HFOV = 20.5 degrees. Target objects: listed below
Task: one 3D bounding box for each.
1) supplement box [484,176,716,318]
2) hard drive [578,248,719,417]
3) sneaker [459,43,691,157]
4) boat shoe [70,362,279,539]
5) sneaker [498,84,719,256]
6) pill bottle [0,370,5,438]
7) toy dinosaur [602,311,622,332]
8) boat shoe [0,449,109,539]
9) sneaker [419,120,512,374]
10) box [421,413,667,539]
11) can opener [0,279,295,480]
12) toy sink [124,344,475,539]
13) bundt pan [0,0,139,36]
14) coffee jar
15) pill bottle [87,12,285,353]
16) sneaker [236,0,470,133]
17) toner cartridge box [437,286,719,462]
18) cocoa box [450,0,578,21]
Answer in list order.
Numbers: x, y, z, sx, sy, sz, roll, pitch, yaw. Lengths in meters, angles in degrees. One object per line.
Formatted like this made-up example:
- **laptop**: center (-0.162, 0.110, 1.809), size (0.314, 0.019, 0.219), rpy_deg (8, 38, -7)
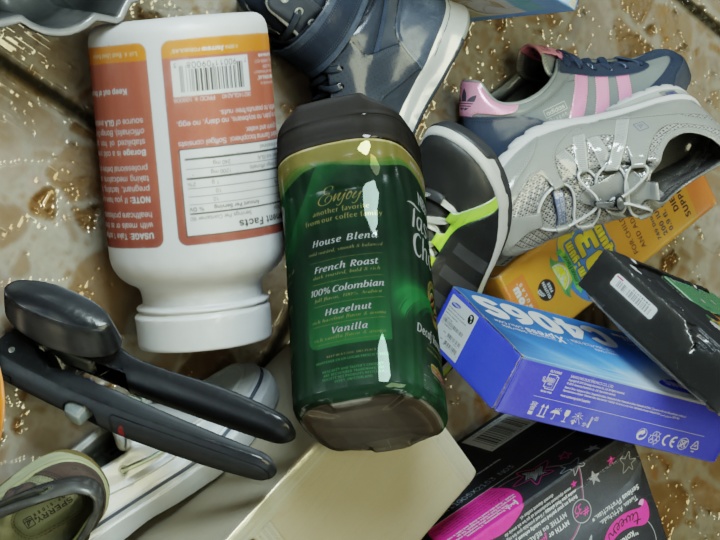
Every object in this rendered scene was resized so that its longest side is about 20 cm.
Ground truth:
- **supplement box**: center (0.161, -0.021, 1.424), size (0.200, 0.069, 0.067), rpy_deg (-37, 108, -23)
- **hard drive**: center (0.243, 0.056, 1.346), size (0.038, 0.140, 0.200), rpy_deg (-53, 149, 14)
- **sneaker**: center (0.154, -0.131, 1.411), size (0.199, 0.070, 0.082), rpy_deg (-29, 111, -29)
- **boat shoe**: center (-0.137, 0.112, 1.235), size (0.200, 0.073, 0.067), rpy_deg (-41, 115, -23)
- **sneaker**: center (0.166, -0.066, 1.347), size (0.199, 0.082, 0.075), rpy_deg (-30, 128, -19)
- **pill bottle**: center (-0.302, 0.077, 1.110), size (0.199, 0.106, 0.107), rpy_deg (-2, 93, -33)
- **toy dinosaur**: center (0.191, 0.055, 1.444), size (0.200, 0.058, 0.102), rpy_deg (35, 76, -55)
- **boat shoe**: center (-0.230, 0.181, 1.156), size (0.201, 0.066, 0.072), rpy_deg (-39, 97, -5)
- **sneaker**: center (0.044, 0.002, 1.304), size (0.083, 0.071, 0.201), rpy_deg (-32, 138, -46)
- **box**: center (0.089, 0.194, 1.350), size (0.199, 0.132, 0.115), rpy_deg (-30, 111, -27)
- **can opener**: center (-0.134, 0.075, 1.187), size (0.199, 0.079, 0.064), rpy_deg (27, 70, 15)
- **toy sink**: center (-0.047, 0.157, 1.264), size (0.200, 0.130, 0.112), rpy_deg (-46, 115, -23)
- **bundt pan**: center (-0.199, -0.237, 1.177), size (0.201, 0.076, 0.203), rpy_deg (-1, 92, -33)
- **coffee jar**: center (0.000, 0.000, 1.188), size (0.104, 0.085, 0.201), rpy_deg (52, 30, -64)
- **pill bottle**: center (-0.105, -0.055, 1.227), size (0.112, 0.112, 0.201), rpy_deg (-8, 98, -32)
- **sneaker**: center (-0.032, -0.114, 1.293), size (0.146, 0.077, 0.203), rpy_deg (27, 82, -26)
- **toner cartridge box**: center (0.149, 0.070, 1.314), size (0.199, 0.095, 0.043), rpy_deg (15, 110, -35)
- **cocoa box**: center (0.050, -0.262, 1.301), size (0.199, 0.133, 0.132), rpy_deg (23, 80, -31)
